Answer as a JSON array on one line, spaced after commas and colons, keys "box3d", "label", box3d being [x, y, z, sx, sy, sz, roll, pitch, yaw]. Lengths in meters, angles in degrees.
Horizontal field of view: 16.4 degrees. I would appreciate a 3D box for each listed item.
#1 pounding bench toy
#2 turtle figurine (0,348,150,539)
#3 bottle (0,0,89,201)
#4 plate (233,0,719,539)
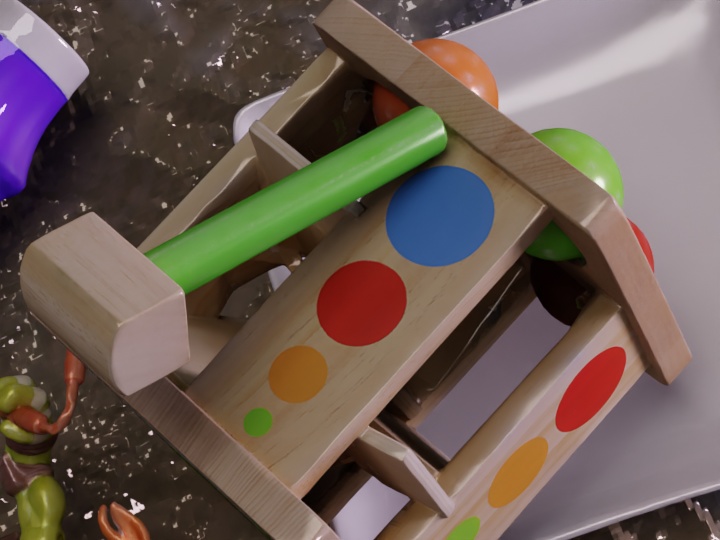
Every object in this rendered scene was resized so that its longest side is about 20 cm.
[{"box3d": [0.000, 0.000, 0.754, 0.156, 0.200, 0.124, -47, 61, -6], "label": "pounding bench toy"}, {"box3d": [-0.132, 0.109, 0.859, 0.161, 0.064, 0.201, -9, 80, 23], "label": "turtle figurine"}, {"box3d": [-0.182, -0.014, 0.917, 0.065, 0.084, 0.200, 36, 82, 27], "label": "bottle"}, {"box3d": [0.070, 0.000, 0.865, 0.199, 0.032, 0.201, -19, 63, 7], "label": "plate"}]
